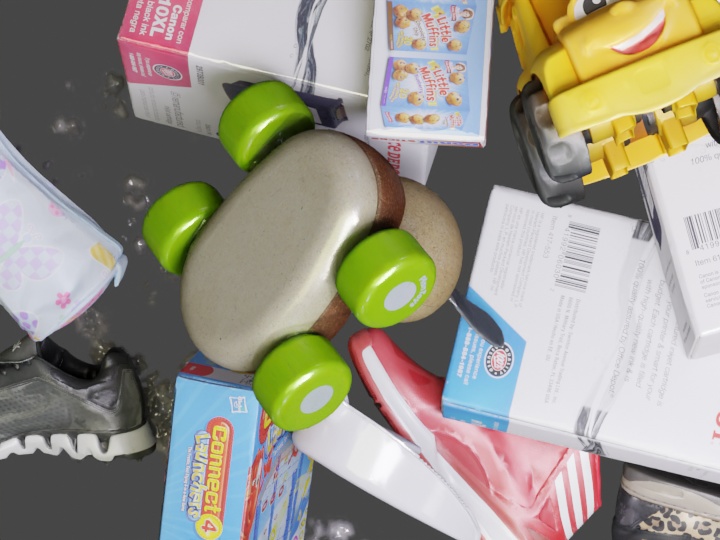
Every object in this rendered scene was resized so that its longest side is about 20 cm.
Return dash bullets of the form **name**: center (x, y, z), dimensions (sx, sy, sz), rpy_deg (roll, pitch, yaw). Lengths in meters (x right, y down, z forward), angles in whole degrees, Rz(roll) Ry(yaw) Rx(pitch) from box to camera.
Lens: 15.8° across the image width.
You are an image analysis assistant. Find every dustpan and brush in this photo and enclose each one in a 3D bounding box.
- **dustpan and brush**: center (-0.007, 0.100, 1.641), dimensions (0.139, 0.200, 0.057), rpy_deg (29, 88, 41)

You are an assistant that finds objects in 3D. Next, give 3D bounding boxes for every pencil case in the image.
- **pencil case**: center (-0.247, -0.048, 1.728), dimensions (0.091, 0.083, 0.200), rpy_deg (-42, 97, 2)

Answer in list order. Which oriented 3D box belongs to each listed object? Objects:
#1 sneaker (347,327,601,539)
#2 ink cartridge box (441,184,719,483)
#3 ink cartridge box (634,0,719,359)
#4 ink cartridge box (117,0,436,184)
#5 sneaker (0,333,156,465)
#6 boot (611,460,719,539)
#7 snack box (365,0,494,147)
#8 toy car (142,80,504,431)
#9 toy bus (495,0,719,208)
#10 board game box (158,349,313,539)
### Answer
- **sneaker**: center (0.087, 0.097, 1.741), dimensions (0.115, 0.078, 0.200), rpy_deg (-37, 97, -2)
- **ink cartridge box**: center (0.163, 0.044, 1.666), dimensions (0.199, 0.086, 0.148), rpy_deg (14, 80, 3)
- **ink cartridge box**: center (0.246, -0.064, 1.600), dimensions (0.144, 0.084, 0.201), rpy_deg (-14, 78, 0)
- **ink cartridge box**: center (-0.041, -0.132, 1.624), dimensions (0.199, 0.145, 0.085), rpy_deg (14, 75, 4)
- **sneaker**: center (-0.240, 0.084, 1.776), dimensions (0.198, 0.066, 0.091), rpy_deg (-1, 103, 4)
- **boot**: center (0.249, 0.222, 1.739), dimensions (0.199, 0.073, 0.152), rpy_deg (20, 107, 6)
- **snack box**: center (0.045, -0.175, 1.529), dimensions (0.071, 0.024, 0.202), rpy_deg (4, 84, 3)
- **toy car**: center (0.000, 0.000, 1.563), dimensions (0.158, 0.199, 0.165), rpy_deg (-51, 56, 19)
- **toy bus**: center (0.137, -0.151, 1.472), dimensions (0.135, 0.200, 0.193), rpy_deg (-19, 84, 0)
- **board game box**: center (-0.077, 0.135, 1.693), dimensions (0.055, 0.200, 0.197), rpy_deg (11, 108, 10)
